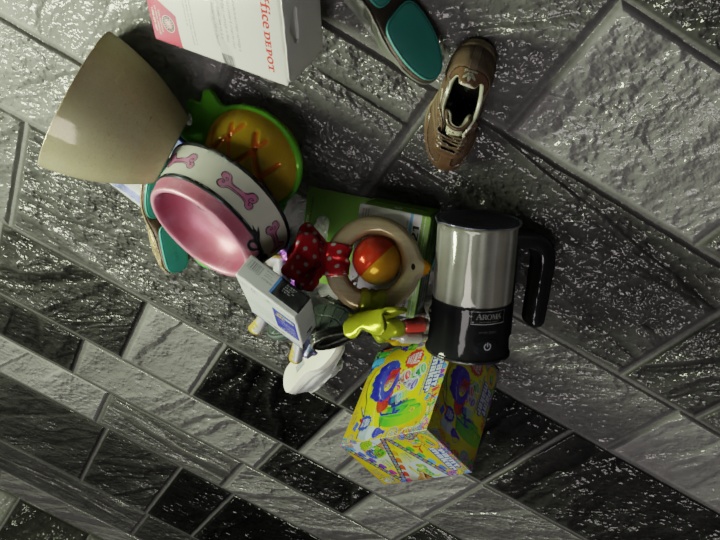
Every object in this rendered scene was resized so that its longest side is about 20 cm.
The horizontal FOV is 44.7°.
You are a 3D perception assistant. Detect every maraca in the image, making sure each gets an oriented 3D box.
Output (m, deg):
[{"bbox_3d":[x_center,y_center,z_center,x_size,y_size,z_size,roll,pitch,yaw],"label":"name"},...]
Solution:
[{"bbox_3d":[-0.164,-0.167,1.198,0.200,0.107,0.137,31,121,16],"label":"maraca"}]

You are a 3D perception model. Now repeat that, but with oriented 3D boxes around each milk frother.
[{"bbox_3d":[0.151,0.007,1.227,0.200,0.180,0.188,23,114,50],"label":"milk frother"}]

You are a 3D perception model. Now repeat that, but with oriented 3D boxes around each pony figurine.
[{"bbox_3d":[-0.104,0.045,1.383,0.193,0.166,0.200,33,133,32],"label":"pony figurine"}]

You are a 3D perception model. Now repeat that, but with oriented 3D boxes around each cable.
[{"bbox_3d":[0.026,0.095,1.323,0.200,0.050,0.097,-9,157,-29],"label":"cable"}]

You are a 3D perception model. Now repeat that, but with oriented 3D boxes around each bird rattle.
[{"bbox_3d":[0.000,0.000,1.171,0.200,0.163,0.113,47,176,16],"label":"bird rattle"}]

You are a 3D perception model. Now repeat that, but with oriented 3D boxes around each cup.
[{"bbox_3d":[-0.317,-0.196,1.172,0.143,0.201,0.200,27,142,-13],"label":"cup"}]

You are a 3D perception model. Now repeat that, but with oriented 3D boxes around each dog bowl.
[{"bbox_3d":[-0.196,-0.073,1.178,0.200,0.074,0.200,29,153,16],"label":"dog bowl"}]

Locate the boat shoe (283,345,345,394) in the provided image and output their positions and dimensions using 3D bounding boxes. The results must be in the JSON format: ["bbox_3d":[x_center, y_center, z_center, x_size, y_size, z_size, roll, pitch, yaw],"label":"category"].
[{"bbox_3d":[-0.070,0.171,1.582,0.068,0.072,0.200,10,138,-29],"label":"boat shoe"}]

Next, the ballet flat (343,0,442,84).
[{"bbox_3d":[0.023,-0.297,0.993,0.200,0.067,0.064,50,163,-28],"label":"ballet flat"}]

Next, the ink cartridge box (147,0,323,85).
[{"bbox_3d":[-0.147,-0.316,0.999,0.200,0.083,0.147,23,143,20],"label":"ink cartridge box"}]

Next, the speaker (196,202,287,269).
[{"bbox_3d":[-0.189,-0.073,1.333,0.088,0.089,0.200,35,140,-15],"label":"speaker"}]

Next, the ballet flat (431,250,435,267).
[{"bbox_3d":[0.050,0.022,1.336,0.067,0.067,0.200,19,145,-9],"label":"ballet flat"}]

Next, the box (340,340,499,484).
[{"bbox_3d":[0.102,0.228,1.447,0.192,0.200,0.122,-20,124,41],"label":"box"}]

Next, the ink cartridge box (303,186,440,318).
[{"bbox_3d":[0.000,-0.029,1.242,0.200,0.076,0.148,12,104,13],"label":"ink cartridge box"}]

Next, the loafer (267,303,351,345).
[{"bbox_3d":[-0.072,0.100,1.502,0.200,0.072,0.063,-4,147,41],"label":"loafer"}]

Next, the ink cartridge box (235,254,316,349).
[{"bbox_3d":[-0.111,0.047,1.193,0.099,0.039,0.200,35,165,8],"label":"ink cartridge box"}]

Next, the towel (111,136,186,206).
[{"bbox_3d":[-0.294,-0.139,1.362,0.147,0.024,0.200,39,139,-20],"label":"towel"}]

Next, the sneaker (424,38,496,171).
[{"bbox_3d":[0.110,-0.183,1.058,0.070,0.076,0.200,18,141,7],"label":"sneaker"}]

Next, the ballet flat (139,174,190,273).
[{"bbox_3d":[-0.309,-0.089,1.348,0.065,0.070,0.200,36,135,47],"label":"ballet flat"}]
